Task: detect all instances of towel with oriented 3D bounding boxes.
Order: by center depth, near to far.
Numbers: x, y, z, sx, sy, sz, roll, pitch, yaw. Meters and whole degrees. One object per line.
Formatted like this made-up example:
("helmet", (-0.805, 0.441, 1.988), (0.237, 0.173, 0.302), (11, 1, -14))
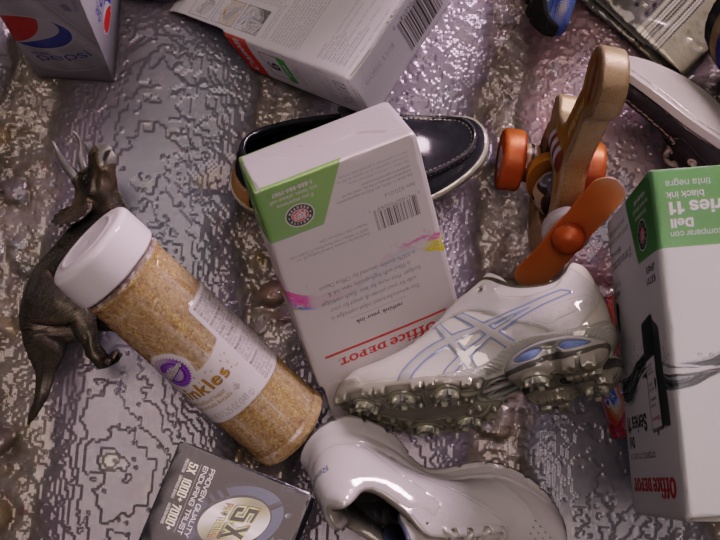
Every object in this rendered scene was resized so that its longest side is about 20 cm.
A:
("towel", (0.244, -0.280, 0.943), (0.192, 0.035, 0.200), (44, 77, 2))

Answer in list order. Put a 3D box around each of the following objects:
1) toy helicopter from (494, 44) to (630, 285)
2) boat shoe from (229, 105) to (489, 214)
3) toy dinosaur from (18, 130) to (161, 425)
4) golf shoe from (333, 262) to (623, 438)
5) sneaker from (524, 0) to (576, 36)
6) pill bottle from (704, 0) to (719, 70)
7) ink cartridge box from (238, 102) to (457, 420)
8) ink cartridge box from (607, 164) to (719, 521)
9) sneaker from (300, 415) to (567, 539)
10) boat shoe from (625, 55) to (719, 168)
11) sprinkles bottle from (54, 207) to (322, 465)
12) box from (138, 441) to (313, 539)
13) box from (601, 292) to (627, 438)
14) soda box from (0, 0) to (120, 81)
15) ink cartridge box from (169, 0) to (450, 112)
("toy helicopter", (0.145, -0.074, 0.805), (0.078, 0.201, 0.134), (9, 61, -2))
("boat shoe", (0.000, -0.085, 0.863), (0.197, 0.062, 0.075), (-7, 61, -5))
("toy dinosaur", (-0.200, 0.013, 0.842), (0.101, 0.077, 0.202), (21, 83, 13))
("golf shoe", (0.077, 0.054, 0.798), (0.197, 0.078, 0.098), (-12, 58, 15))
("sneaker", (0.192, -0.258, 0.876), (0.089, 0.079, 0.201), (30, 77, 2))
("pill bottle", (0.339, -0.128, 0.836), (0.110, 0.112, 0.201), (-15, 52, -6))
("ink cartridge box", (0.000, 0.000, 0.822), (0.116, 0.067, 0.202), (-21, 120, -8))
("ink cartridge box", (0.211, 0.050, 0.715), (0.082, 0.147, 0.203), (-4, 79, 1))
("sneaker", (0.051, 0.171, 0.791), (0.198, 0.087, 0.075), (18, 116, -13))
("boat shoe", (0.268, -0.089, 0.887), (0.199, 0.061, 0.074), (34, 36, 3))
("sprinkles bottle", (-0.113, 0.047, 0.794), (0.200, 0.068, 0.068), (45, 78, -21))
("box", (-0.096, 0.204, 0.735), (0.085, 0.200, 0.166), (21, 78, 2))
("box", (0.270, 0.048, 0.842), (0.197, 0.096, 0.101), (-15, 81, -6))
("soda box", (-0.212, -0.196, 0.806), (0.063, 0.200, 0.069), (3, 80, -3))
("ink cartridge box", (-0.042, -0.199, 0.882), (0.199, 0.050, 0.110), (26, 77, 36))
